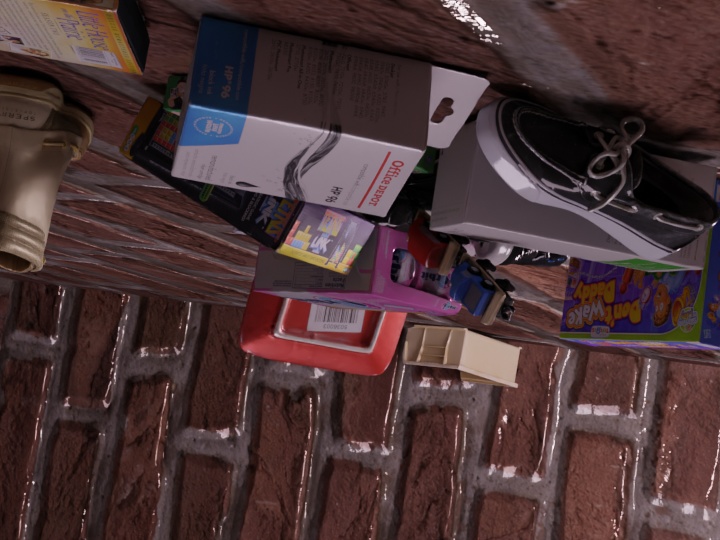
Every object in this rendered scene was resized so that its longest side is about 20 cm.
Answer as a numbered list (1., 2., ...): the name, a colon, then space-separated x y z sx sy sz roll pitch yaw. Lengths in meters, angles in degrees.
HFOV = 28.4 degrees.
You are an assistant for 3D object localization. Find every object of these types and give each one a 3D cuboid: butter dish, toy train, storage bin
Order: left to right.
1. butter dish: -0.046 0.001 1.671 0.198 0.202 0.148 11 -163 -25
2. toy train: 0.061 -0.022 1.160 0.045 0.034 0.200 5 -149 -39
3. storage bin: 0.229 0.193 3.231 0.199 0.095 0.197 19 169 -39

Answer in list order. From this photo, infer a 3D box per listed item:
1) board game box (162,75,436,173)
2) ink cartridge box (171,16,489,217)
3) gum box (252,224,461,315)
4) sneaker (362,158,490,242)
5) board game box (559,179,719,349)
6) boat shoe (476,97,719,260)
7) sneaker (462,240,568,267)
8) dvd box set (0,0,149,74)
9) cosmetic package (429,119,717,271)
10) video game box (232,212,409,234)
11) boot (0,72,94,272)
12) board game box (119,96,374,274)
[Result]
1. board game box: -0.044 -0.115 1.140 0.133 0.030 0.199 4 172 32
2. ink cartridge box: -0.022 -0.097 0.967 0.197 0.069 0.116 10 158 -10
3. gum box: 0.000 0.000 1.381 0.113 0.067 0.199 14 172 -39
4. sneaker: 0.090 -0.067 1.245 0.079 0.075 0.199 2 -173 -43
5. board game box: 0.258 -0.001 1.253 0.044 0.136 0.199 11 173 -26
6. boat shoe: 0.172 -0.070 1.001 0.198 0.074 0.068 32 144 -24
7. sneaker: 0.165 -0.040 1.386 0.110 0.074 0.200 6 -177 -6
8. dvd box set: -0.238 -0.170 0.893 0.197 0.030 0.146 10 173 -1
9. cosmetic package: 0.164 -0.057 1.116 0.197 0.086 0.108 9 177 -10
10. video game box: -0.025 -0.052 1.470 0.180 0.048 0.200 7 174 -15
11. boot: -0.288 -0.076 1.246 0.072 0.158 0.200 8 174 -1
12. board game box: -0.091 -0.068 1.207 0.164 0.057 0.200 30 -177 16
